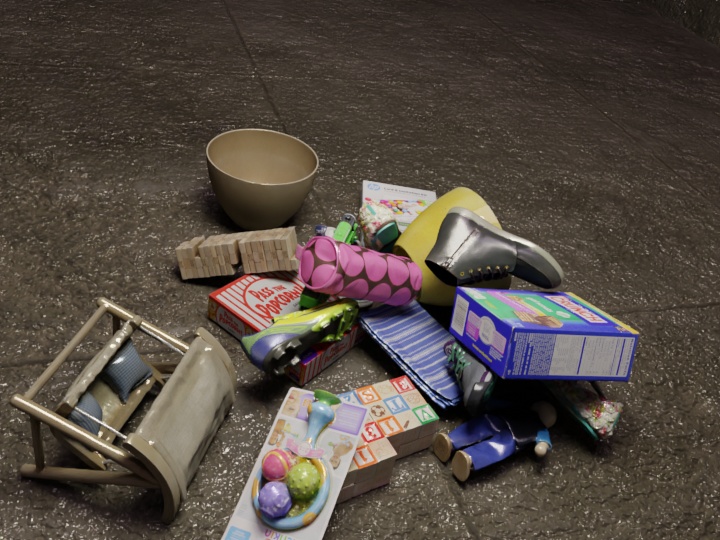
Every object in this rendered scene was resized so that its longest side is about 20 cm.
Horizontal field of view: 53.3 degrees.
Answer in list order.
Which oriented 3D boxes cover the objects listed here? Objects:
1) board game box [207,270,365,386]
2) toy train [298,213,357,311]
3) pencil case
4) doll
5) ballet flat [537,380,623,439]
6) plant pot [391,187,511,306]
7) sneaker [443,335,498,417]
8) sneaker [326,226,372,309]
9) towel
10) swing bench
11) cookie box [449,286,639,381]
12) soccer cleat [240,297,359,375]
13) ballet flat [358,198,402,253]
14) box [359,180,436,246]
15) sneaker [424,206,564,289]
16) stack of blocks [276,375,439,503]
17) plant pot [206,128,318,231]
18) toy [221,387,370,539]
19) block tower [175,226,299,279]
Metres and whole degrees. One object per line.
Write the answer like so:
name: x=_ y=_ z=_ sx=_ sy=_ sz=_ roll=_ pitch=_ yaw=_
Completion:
board game box: x=-0.112 y=0.073 z=1.101 sx=0.199 sy=0.047 sz=0.151 roll=31 pitch=40 yaw=24
toy train: x=-0.048 y=-0.013 z=1.116 sx=0.041 sy=0.057 sz=0.201 roll=17 pitch=50 yaw=7
pencil case: x=0.000 y=0.000 z=1.059 sx=0.093 sy=0.092 sz=0.199 roll=14 pitch=-1 yaw=44
doll: x=0.196 y=0.219 z=0.992 sx=0.198 sy=0.049 sz=0.136 roll=-13 pitch=34 yaw=-31
ballet flat: x=0.302 y=0.165 z=1.057 sx=0.064 sy=0.076 sz=0.200 roll=-44 pitch=52 yaw=-1
plant pot: x=0.136 y=-0.021 z=1.196 sx=0.141 sy=0.201 sz=0.200 roll=-21 pitch=45 yaw=-18
sneaker: x=0.149 y=0.141 z=1.013 sx=0.087 sy=0.075 sz=0.200 roll=21 pitch=16 yaw=12
sneaker: x=-0.020 y=-0.028 z=1.232 sx=0.074 sy=0.087 sz=0.201 roll=-7 pitch=38 yaw=-21
towel: x=0.101 y=0.116 z=1.086 sx=0.200 sy=0.024 sz=0.144 roll=44 pitch=36 yaw=23
swing bench: x=-0.270 y=0.161 z=0.867 sx=0.198 sy=0.131 sz=0.200 roll=15 pitch=35 yaw=4
cookie box: x=0.251 y=0.086 z=1.003 sx=0.198 sy=0.076 sz=0.171 roll=4 pitch=16 yaw=-20
soccer cleat: x=-0.081 y=0.077 z=1.011 sx=0.083 sy=0.065 sz=0.199 roll=31 pitch=40 yaw=29
ballet flat: x=0.032 y=-0.065 z=1.208 sx=0.075 sy=0.200 sz=0.064 roll=-33 pitch=72 yaw=-10
box: x=0.076 y=-0.098 z=1.393 sx=0.154 sy=0.041 sz=0.201 roll=9 pitch=35 yaw=-5
sneaker: x=0.196 y=-0.001 z=1.067 sx=0.199 sy=0.075 sz=0.107 roll=29 pitch=68 yaw=8
stack of blocks: x=0.002 y=0.218 z=0.929 sx=0.198 sy=0.059 sz=0.115 roll=-12 pitch=42 yaw=-29
plant pot: x=-0.182 y=-0.150 z=1.306 sx=0.198 sy=0.135 sz=0.201 roll=8 pitch=35 yaw=-6
toy: x=-0.077 y=0.226 z=0.820 sx=0.114 sy=0.047 sz=0.201 roll=9 pitch=56 yaw=26
block tower: x=-0.191 y=-0.028 z=1.146 sx=0.198 sy=0.058 sz=0.054 roll=-4 pitch=22 yaw=14
